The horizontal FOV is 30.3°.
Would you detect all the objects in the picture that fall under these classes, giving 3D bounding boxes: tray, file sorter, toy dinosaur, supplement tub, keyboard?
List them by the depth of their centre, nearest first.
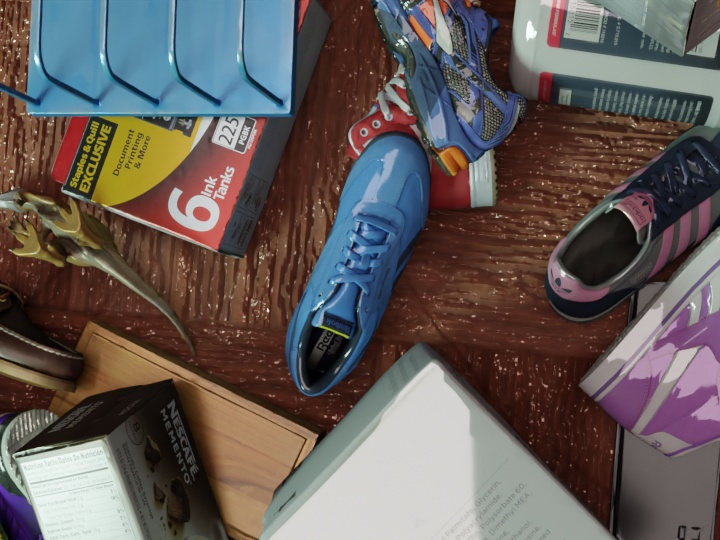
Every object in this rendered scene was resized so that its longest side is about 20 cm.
[{"bbox_3d":[-0.151,-0.184,0.905,0.198,0.123,0.140,1,87,10],"label":"file sorter"},{"bbox_3d":[0.210,-0.177,0.929,0.198,0.140,0.142,10,89,8],"label":"supplement tub"},{"bbox_3d":[0.252,0.109,0.971,0.126,0.021,0.202,6,89,14],"label":"keyboard"},{"bbox_3d":[-0.202,-0.018,1.006,0.200,0.106,0.061,38,97,15],"label":"toy dinosaur"},{"bbox_3d":[-0.137,0.125,1.016,0.199,0.037,0.099,25,91,8],"label":"tray"}]

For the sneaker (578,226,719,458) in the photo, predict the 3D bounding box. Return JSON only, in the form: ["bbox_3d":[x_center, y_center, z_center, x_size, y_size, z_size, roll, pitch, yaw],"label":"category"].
[{"bbox_3d":[0.259,0.043,0.932,0.114,0.073,0.201,41,107,9],"label":"sneaker"}]

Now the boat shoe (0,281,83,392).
[{"bbox_3d":[-0.294,0.035,1.014,0.199,0.070,0.071,18,82,18],"label":"boat shoe"}]

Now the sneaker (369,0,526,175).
[{"bbox_3d":[0.054,-0.168,0.921,0.078,0.075,0.201,-21,85,1],"label":"sneaker"}]

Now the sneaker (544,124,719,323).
[{"bbox_3d":[0.212,-0.043,0.947,0.200,0.082,0.070,-46,72,-2],"label":"sneaker"}]

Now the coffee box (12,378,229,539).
[{"bbox_3d":[-0.156,0.193,0.946,0.079,0.113,0.202,-14,100,20],"label":"coffee box"}]

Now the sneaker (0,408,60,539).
[{"bbox_3d":[-0.237,0.196,1.014,0.099,0.069,0.202,-6,108,43],"label":"sneaker"}]

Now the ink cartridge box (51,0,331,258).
[{"bbox_3d":[-0.141,-0.134,1.004,0.174,0.084,0.201,20,90,10],"label":"ink cartridge box"}]

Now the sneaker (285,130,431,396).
[{"bbox_3d":[0.000,0.000,0.952,0.065,0.079,0.201,22,109,-5],"label":"sneaker"}]

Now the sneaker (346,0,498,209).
[{"bbox_3d":[0.039,-0.143,0.986,0.111,0.071,0.202,-6,89,4],"label":"sneaker"}]

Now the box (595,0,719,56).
[{"bbox_3d":[0.213,-0.239,0.856,0.199,0.049,0.158,-35,59,-24],"label":"box"}]

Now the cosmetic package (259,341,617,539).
[{"bbox_3d":[0.058,0.179,0.905,0.165,0.165,0.200,-45,92,0],"label":"cosmetic package"}]

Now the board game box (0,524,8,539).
[{"bbox_3d":[-0.301,0.176,1.006,0.023,0.105,0.201,-25,82,-26],"label":"board game box"}]
